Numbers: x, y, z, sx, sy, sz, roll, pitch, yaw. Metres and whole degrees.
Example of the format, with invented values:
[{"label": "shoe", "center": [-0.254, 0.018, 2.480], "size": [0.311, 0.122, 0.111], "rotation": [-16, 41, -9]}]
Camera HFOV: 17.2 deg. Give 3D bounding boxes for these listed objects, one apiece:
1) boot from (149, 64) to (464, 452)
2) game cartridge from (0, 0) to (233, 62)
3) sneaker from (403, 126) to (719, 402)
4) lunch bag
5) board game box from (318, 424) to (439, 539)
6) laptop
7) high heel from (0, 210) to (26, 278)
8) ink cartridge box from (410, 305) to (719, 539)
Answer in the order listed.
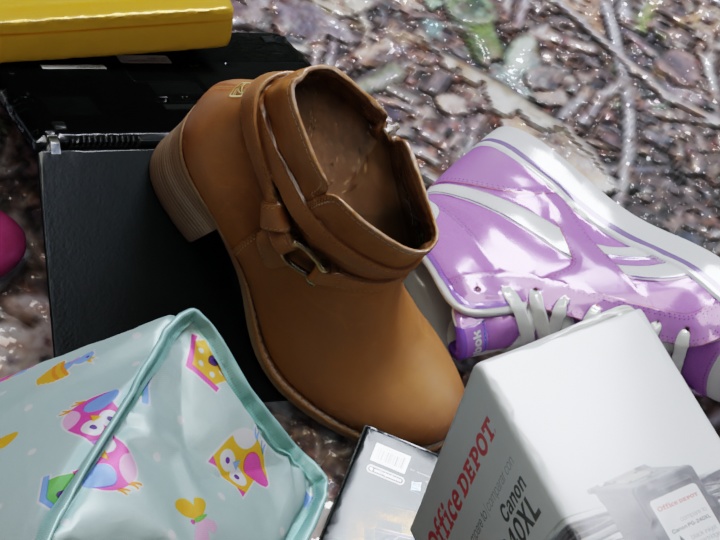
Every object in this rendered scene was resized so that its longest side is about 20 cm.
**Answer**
[{"label": "boot", "center": [0.000, 0.000, 1.021], "size": [0.200, 0.155, 0.074], "rotation": [45, 65, -13]}, {"label": "game cartridge", "center": [-0.171, -0.171, 1.183], "size": [0.175, 0.033, 0.200], "rotation": [-6, 39, -18]}, {"label": "sneaker", "center": [0.102, 0.026, 1.118], "size": [0.200, 0.073, 0.114], "rotation": [34, 56, 22]}, {"label": "lunch bag", "center": [-0.127, 0.130, 0.893], "size": [0.122, 0.170, 0.200], "rotation": [52, 38, -23]}, {"label": "board game box", "center": [0.070, 0.162, 1.031], "size": [0.199, 0.028, 0.136], "rotation": [22, 53, 2]}, {"label": "laptop", "center": [-0.086, -0.031, 1.130], "size": [0.176, 0.104, 0.200], "rotation": [-2, 29, -27]}, {"label": "high heel", "center": [-0.245, -0.037, 1.055], "size": [0.199, 0.096, 0.068], "rotation": [8, 52, -10]}, {"label": "ink cartridge box", "center": [0.107, 0.139, 0.947], "size": [0.083, 0.145, 0.200], "rotation": [-17, 61, -22]}]
